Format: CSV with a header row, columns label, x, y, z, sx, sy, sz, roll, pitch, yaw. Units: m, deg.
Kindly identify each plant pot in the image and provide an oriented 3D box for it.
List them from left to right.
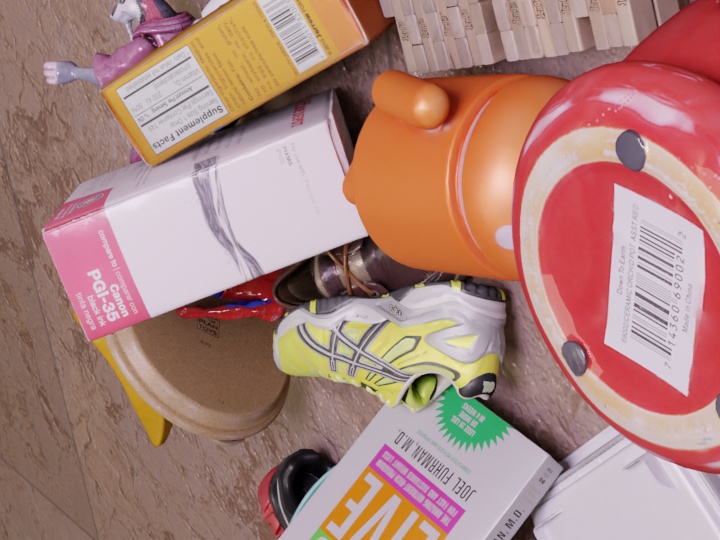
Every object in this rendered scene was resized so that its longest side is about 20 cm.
label,x,y,z,sx,sy,sz,roll,pitch,yaw
plant pot,0.175,-0.026,0.625,0.200,0.181,0.203,37,139,41

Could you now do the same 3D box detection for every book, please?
label,x,y,z,sx,sy,sz,roll,pitch,yaw
book,0.028,0.176,0.958,0.133,0.201,0.048,34,174,45

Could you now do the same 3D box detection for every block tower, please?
label,x,y,z,sx,sy,sz,roll,pitch,yaw
block tower,0.092,-0.146,0.784,0.199,0.054,0.059,7,116,55

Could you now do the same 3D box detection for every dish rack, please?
label,x,y,z,sx,sy,sz,roll,pitch,yaw
dish rack,0.183,0.181,0.884,0.173,0.043,0.200,57,149,12

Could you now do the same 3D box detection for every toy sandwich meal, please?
label,x,y,z,sx,sy,sz,roll,pitch,yaw
toy sandwich meal,-0.145,0.052,1.148,0.070,0.204,0.207,-37,79,36

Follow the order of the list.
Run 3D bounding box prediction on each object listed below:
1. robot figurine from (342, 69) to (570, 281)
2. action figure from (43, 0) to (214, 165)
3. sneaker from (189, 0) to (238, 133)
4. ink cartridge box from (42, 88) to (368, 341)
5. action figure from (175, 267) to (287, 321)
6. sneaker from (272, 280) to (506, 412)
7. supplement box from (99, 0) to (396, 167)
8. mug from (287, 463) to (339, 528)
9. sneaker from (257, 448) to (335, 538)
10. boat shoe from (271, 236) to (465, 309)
label,x,y,z,sx,sy,sz,roll,pitch,yaw
robot figurine,0.071,-0.054,0.818,0.199,0.116,0.146,8,118,53
action figure,-0.140,-0.128,1.070,0.148,0.133,0.202,15,126,50
sneaker,-0.061,-0.157,0.965,0.085,0.074,0.201,47,132,16
ink cartridge box,-0.096,-0.042,0.960,0.147,0.198,0.084,-92,-19,-75
action figure,-0.122,0.003,1.102,0.052,0.198,0.066,-47,35,48
sneaker,0.012,0.058,0.972,0.199,0.075,0.078,-13,73,44
supplement box,-0.071,-0.139,0.905,0.198,0.067,0.069,-22,106,35
mug,0.029,0.236,1.030,0.151,0.187,0.114,-6,151,37
sneaker,-0.013,0.231,1.187,0.201,0.070,0.098,53,149,21
boat shoe,0.000,0.000,1.006,0.199,0.071,0.073,-7,106,58
